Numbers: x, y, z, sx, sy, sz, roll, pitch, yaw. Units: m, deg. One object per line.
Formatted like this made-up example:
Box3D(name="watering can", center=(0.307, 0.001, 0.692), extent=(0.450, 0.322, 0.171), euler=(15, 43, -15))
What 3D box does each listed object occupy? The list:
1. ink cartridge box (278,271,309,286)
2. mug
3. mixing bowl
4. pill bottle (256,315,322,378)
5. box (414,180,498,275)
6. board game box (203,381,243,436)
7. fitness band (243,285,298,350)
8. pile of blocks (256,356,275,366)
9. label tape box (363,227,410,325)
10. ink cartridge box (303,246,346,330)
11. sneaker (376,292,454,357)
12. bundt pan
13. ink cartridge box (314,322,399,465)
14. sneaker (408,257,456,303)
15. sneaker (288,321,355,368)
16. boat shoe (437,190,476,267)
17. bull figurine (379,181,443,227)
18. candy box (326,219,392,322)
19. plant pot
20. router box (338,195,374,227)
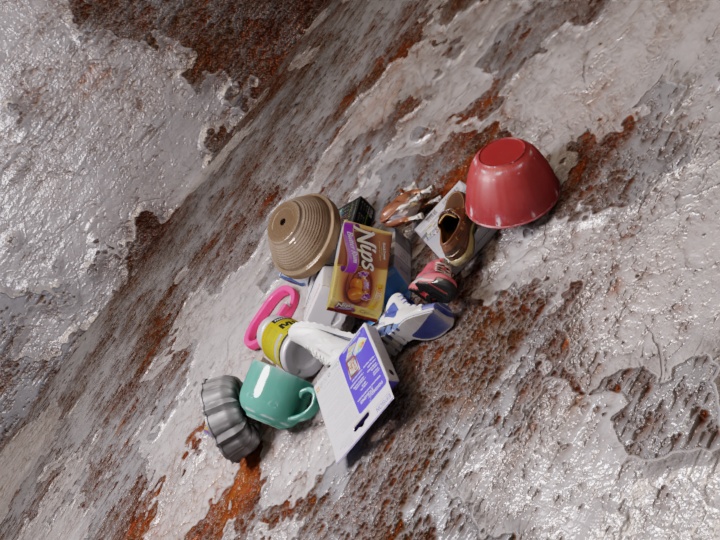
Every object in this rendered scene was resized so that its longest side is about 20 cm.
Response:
Box3D(name="ink cartridge box", center=(-0.149, -0.034, 1.862), extent=(0.200, 0.075, 0.139), euler=(158, 133, -84))
Box3D(name="mug", center=(-0.183, 0.277, 1.626), extent=(0.117, 0.150, 0.184), euler=(-67, 19, -11))
Box3D(name="mixing bowl", center=(0.288, -0.189, 1.480), extent=(0.196, 0.110, 0.202), euler=(-16, 38, 13))
Box3D(name="pill bottle", center=(-0.171, 0.174, 1.781), extent=(0.115, 0.114, 0.199), euler=(-54, 28, -10))
Box3D(name="box", center=(0.212, -0.097, 1.626), extent=(0.156, 0.041, 0.200), euler=(-47, 27, 6))
Box3D(name="board game box", center=(-0.349, 0.346, 1.913), extent=(0.198, 0.039, 0.160), euler=(2, 57, 57))
Box3D(name="fitness band", center=(-0.243, 0.127, 2.029), extent=(0.202, 0.037, 0.143), euler=(-55, 28, -10))
Box3D(name="pile of blocks", center=(-0.236, 0.272, 1.815), extent=(0.083, 0.062, 0.200), euler=(-50, 27, -1))
Box3D(name="label tape box", center=(0.044, 0.017, 1.710), extent=(0.142, 0.066, 0.202), euler=(-34, 30, 29))
Box3D(name="ink cartridge box", center=(-0.070, 0.040, 1.724), extent=(0.202, 0.082, 0.147), euler=(-89, 20, -55))
Box3D(name="sneaker", center=(0.097, 0.089, 1.526), extent=(0.197, 0.080, 0.117), euler=(-28, 37, 38))
Box3D(name="bundt pan", center=(-0.284, 0.325, 1.697), extent=(0.074, 0.204, 0.203), euler=(-25, 31, 5))
Box3D(name="ink cartridge box", center=(-0.006, 0.244, 1.475), extent=(0.199, 0.043, 0.202), euler=(-52, 37, 25))
Box3D(name="sneaker", center=(0.150, 0.010, 1.492), extent=(0.088, 0.073, 0.200), euler=(-60, 8, -8))
Box3D(name="sneaker", center=(-0.072, 0.167, 1.612), extent=(0.195, 0.077, 0.082), euler=(12, 72, 20))
Box3D(name="boat shoe", center=(0.195, -0.100, 1.539), extent=(0.071, 0.067, 0.203), euler=(-30, 34, 32))
Box3D(name="bull figurine", center=(0.120, -0.158, 1.769), extent=(0.120, 0.066, 0.200), euler=(-16, 20, 36))
Box3D(name="candy box", center=(0.000, 0.000, 1.611), extent=(0.057, 0.114, 0.204), euler=(117, 166, -59))
Box3D(name="plant pot", center=(-0.146, -0.091, 1.690), extent=(0.198, 0.092, 0.205), euler=(-20, 57, 34))
Box3D(name="router box", center=(-0.050, -0.080, 1.966), extent=(0.148, 0.062, 0.203), euler=(-25, 37, 39))
